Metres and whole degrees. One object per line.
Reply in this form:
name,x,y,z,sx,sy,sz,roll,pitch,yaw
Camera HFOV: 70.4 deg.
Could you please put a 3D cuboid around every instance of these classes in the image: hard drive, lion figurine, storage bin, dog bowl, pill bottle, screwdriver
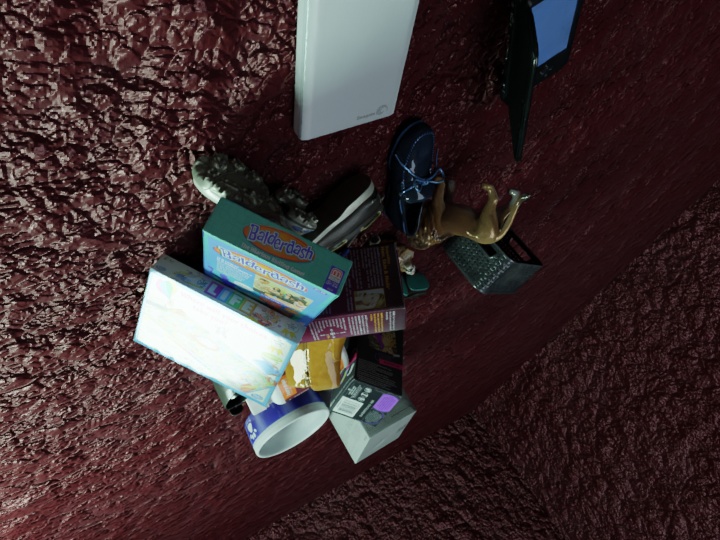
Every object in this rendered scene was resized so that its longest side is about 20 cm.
hard drive,-0.005,-0.236,0.528,0.131,0.027,0.201,-23,152,-24
lion figurine,0.167,-0.082,0.831,0.072,0.198,0.124,-3,105,-55
storage bin,0.283,-0.030,1.084,0.199,0.136,0.094,3,135,-52
dog bowl,-0.180,0.369,1.257,0.199,0.079,0.201,-28,152,-16
pill bottle,-0.132,0.177,0.956,0.199,0.115,0.115,-28,153,-17
screwdriver,-0.010,-0.042,0.749,0.028,0.029,0.200,-7,-143,50
lion figurine,0.000,0.000,0.892,0.198,0.073,0.123,-22,167,4

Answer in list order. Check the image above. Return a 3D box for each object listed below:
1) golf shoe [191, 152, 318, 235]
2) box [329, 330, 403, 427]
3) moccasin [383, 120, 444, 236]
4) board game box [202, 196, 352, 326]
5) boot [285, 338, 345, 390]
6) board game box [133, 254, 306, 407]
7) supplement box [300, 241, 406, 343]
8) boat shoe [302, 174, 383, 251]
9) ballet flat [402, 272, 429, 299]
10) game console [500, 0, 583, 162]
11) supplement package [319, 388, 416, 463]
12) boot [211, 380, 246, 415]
golf shoe,-0.135,-0.065,0.605,0.097,0.079,0.200,-36,153,16
box,0.016,0.190,1.043,0.105,0.201,0.123,23,129,-13
moccasin,0.086,-0.130,0.761,0.080,0.068,0.201,-27,152,-16
board game box,-0.108,0.003,0.602,0.045,0.151,0.200,-67,-171,-21
boot,-0.045,0.126,0.860,0.199,0.146,0.071,-10,-171,17
board game box,-0.184,0.082,0.659,0.135,0.198,0.034,-60,-176,34
supplement box,-0.036,0.036,0.765,0.197,0.111,0.086,-7,152,0
boat shoe,-0.054,-0.049,0.713,0.200,0.072,0.061,-38,132,-1
ballet flat,0.074,0.036,1.031,0.068,0.069,0.199,-33,157,24
game console,0.247,-0.275,0.662,0.175,0.117,0.200,-33,154,-5
supplement package,0.010,0.338,1.297,0.146,0.201,0.192,-22,152,-26
boot,-0.196,0.108,0.739,0.077,0.139,0.201,-22,150,-24
